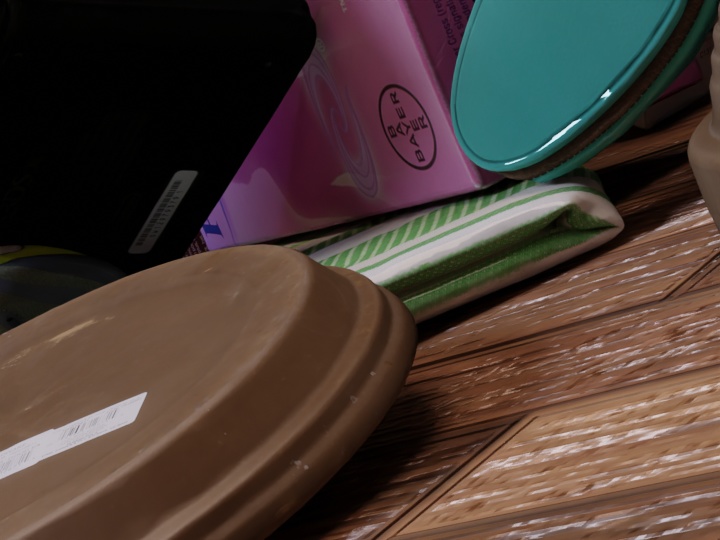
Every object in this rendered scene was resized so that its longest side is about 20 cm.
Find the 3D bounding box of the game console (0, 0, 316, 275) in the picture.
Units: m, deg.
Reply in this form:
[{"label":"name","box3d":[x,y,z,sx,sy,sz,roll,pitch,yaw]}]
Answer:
[{"label":"game console","box3d":[-0.137,-0.067,0.773,0.175,0.117,0.200,-1,-32,-29]}]

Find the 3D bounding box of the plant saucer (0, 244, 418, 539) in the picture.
[{"label":"plant saucer","box3d":[-0.080,0.048,0.569,0.200,0.030,0.200,-25,16,8]}]

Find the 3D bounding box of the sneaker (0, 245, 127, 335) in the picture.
[{"label":"sneaker","box3d":[-0.134,0.052,0.710,0.081,0.074,0.200,9,31,42]}]

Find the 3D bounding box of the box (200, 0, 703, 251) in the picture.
[{"label":"box","box3d":[-0.007,-0.113,0.792,0.097,0.176,0.200,-26,8,-27]}]

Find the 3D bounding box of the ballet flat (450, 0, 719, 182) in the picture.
[{"label":"ballet flat","box3d":[0.092,-0.107,0.648,0.070,0.067,0.200,-13,-42,-45]}]

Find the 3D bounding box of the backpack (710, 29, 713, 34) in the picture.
[{"label":"backpack","box3d":[0.157,-0.169,0.726,0.200,0.191,0.154,-16,31,31]}]

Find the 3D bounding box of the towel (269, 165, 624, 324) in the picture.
[{"label":"towel","box3d":[0.000,0.000,0.748,0.152,0.023,0.200,-25,7,-2]}]

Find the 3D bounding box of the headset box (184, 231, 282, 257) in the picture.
[{"label":"headset box","box3d":[-0.124,-0.008,0.965,0.148,0.075,0.200,-19,10,39]}]

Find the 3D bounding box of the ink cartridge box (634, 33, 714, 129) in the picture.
[{"label":"ink cartridge box","box3d":[0.072,-0.114,0.907,0.099,0.039,0.200,-31,35,-30]}]

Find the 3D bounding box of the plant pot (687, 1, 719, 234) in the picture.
[{"label":"plant pot","box3d":[0.162,-0.088,0.571,0.200,0.093,0.201,-26,8,4]}]
